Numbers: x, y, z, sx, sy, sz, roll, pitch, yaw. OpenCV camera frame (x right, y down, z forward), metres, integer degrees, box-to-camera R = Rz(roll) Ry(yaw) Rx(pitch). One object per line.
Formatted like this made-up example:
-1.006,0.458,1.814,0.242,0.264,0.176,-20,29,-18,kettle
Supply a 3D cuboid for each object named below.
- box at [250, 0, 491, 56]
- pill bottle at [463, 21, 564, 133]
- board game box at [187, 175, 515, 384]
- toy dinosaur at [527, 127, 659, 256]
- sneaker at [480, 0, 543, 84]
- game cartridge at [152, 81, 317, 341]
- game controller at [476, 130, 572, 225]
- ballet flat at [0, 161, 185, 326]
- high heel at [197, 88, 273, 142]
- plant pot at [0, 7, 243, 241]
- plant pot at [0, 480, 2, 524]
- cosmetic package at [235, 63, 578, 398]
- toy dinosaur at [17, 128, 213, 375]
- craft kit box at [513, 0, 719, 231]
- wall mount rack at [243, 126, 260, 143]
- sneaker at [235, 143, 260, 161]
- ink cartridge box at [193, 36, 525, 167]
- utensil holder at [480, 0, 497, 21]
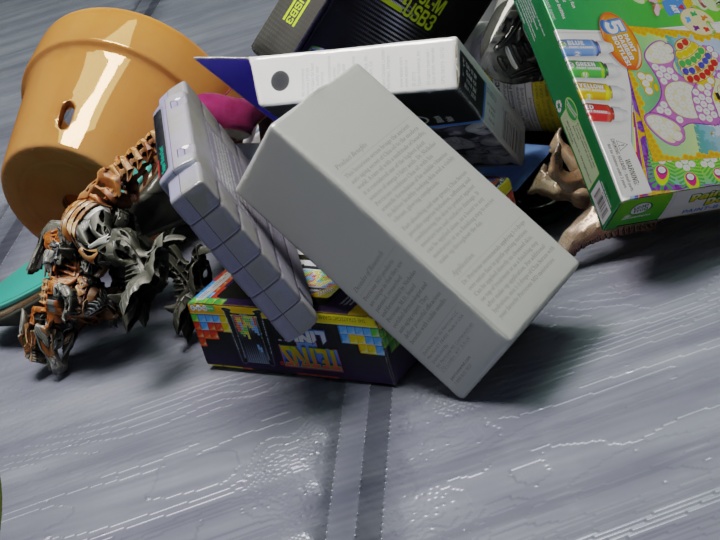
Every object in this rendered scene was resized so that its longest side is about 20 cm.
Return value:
0.028,-0.217,1.184,0.047,0.194,0.199,41,11,29,box
0.163,-0.161,1.262,0.198,0.115,0.114,5,32,37,pill bottle
0.000,0.000,1.096,0.164,0.057,0.200,5,33,34,board game box
0.203,-0.070,1.102,0.134,0.086,0.201,27,55,1,toy dinosaur
0.138,-0.206,1.188,0.079,0.074,0.201,-10,33,40,sneaker
-0.089,-0.045,1.025,0.038,0.130,0.200,-39,24,9,game cartridge
0.098,-0.078,1.215,0.198,0.043,0.104,7,33,41,game controller
-0.209,-0.003,1.196,0.199,0.068,0.068,-37,23,16,ballet flat
-0.106,-0.151,1.244,0.067,0.098,0.200,-6,-1,24,high heel
-0.214,-0.101,1.299,0.198,0.201,0.141,-2,44,27,plant pot
-0.337,0.131,0.898,0.199,0.202,0.192,-30,16,-28,plant pot
0.030,-0.027,0.977,0.101,0.200,0.071,-41,-9,-44,cosmetic package
-0.183,-0.014,1.113,0.135,0.202,0.102,31,29,27,toy dinosaur
0.230,-0.135,1.071,0.195,0.049,0.202,-9,64,-19,craft kit box
-0.093,-0.164,1.440,0.173,0.075,0.200,-16,19,43,wall mount rack
-0.060,-0.062,1.265,0.198,0.083,0.074,-8,-7,-31,sneaker
0.004,-0.115,1.121,0.197,0.044,0.198,0,-11,20,ink cartridge box
0.062,-0.251,1.406,0.168,0.202,0.170,-12,25,6,utensil holder
